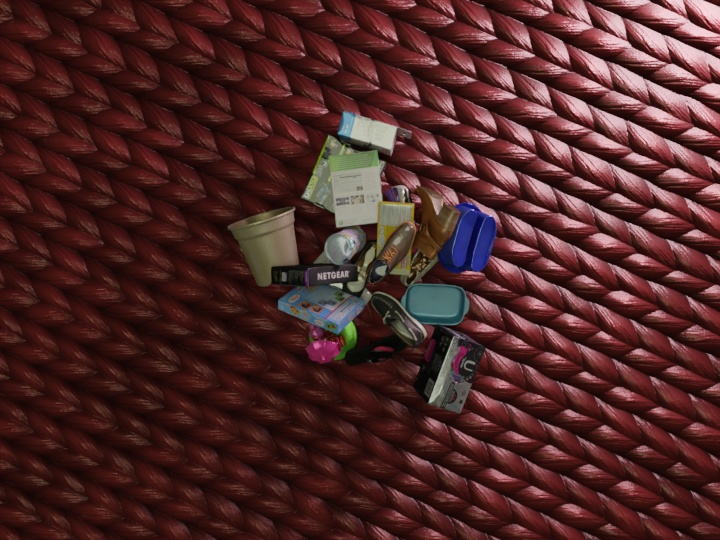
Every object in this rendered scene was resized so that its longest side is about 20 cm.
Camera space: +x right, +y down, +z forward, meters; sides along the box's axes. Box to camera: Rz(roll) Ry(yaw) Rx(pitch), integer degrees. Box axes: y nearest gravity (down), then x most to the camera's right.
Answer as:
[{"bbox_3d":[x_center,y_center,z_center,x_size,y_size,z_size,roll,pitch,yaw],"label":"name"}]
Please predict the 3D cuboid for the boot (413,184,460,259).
[{"bbox_3d":[0.185,-0.140,1.563,0.073,0.201,0.157,10,118,-33],"label":"boot"}]

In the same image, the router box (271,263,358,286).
[{"bbox_3d":[-0.123,0.010,1.508,0.147,0.198,0.052,2,95,41],"label":"router box"}]

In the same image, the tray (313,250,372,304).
[{"bbox_3d":[-0.067,0.045,1.641,0.200,0.022,0.107,45,96,0],"label":"tray"}]

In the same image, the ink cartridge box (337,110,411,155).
[{"bbox_3d":[0.041,-0.379,1.563,0.196,0.116,0.069,17,95,3],"label":"ink cartridge box"}]

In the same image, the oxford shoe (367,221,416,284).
[{"bbox_3d":[0.087,-0.042,1.513,0.071,0.073,0.202,32,107,1],"label":"oxford shoe"}]

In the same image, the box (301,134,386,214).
[{"bbox_3d":[-0.048,-0.261,1.611,0.190,0.048,0.203,24,95,4],"label":"box"}]

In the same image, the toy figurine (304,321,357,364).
[{"bbox_3d":[-0.104,0.180,1.563,0.148,0.184,0.203,-23,93,10],"label":"toy figurine"}]

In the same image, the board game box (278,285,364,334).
[{"bbox_3d":[-0.108,0.095,1.554,0.197,0.151,0.037,21,123,23],"label":"board game box"}]

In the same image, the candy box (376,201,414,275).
[{"bbox_3d":[0.096,-0.089,1.552,0.100,0.026,0.205,5,106,9],"label":"candy box"}]

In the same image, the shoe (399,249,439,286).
[{"bbox_3d":[0.189,-0.033,1.606,0.070,0.053,0.201,38,95,0],"label":"shoe"}]

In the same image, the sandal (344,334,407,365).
[{"bbox_3d":[0.052,0.241,1.603,0.196,0.045,0.076,-15,126,-16],"label":"sandal"}]

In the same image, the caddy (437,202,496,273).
[{"bbox_3d":[0.297,-0.090,1.572,0.139,0.105,0.204,14,94,-22],"label":"caddy"}]

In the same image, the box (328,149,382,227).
[{"bbox_3d":[-0.010,-0.230,1.572,0.141,0.036,0.205,-6,96,3],"label":"box"}]

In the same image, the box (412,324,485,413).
[{"bbox_3d":[0.251,0.277,1.570,0.113,0.132,0.204,18,94,-17],"label":"box"}]

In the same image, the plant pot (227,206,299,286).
[{"bbox_3d":[-0.256,-0.063,1.576,0.196,0.201,0.187,-14,104,4],"label":"plant pot"}]

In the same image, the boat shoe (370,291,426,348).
[{"bbox_3d":[0.100,0.143,1.598,0.200,0.060,0.074,43,137,8],"label":"boat shoe"}]

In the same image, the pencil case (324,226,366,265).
[{"bbox_3d":[-0.039,-0.075,1.544,0.090,0.200,0.084,-37,92,14],"label":"pencil case"}]

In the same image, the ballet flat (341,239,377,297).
[{"bbox_3d":[0.000,0.000,1.597,0.067,0.068,0.203,25,86,-1],"label":"ballet flat"}]

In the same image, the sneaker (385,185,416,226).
[{"bbox_3d":[0.112,-0.141,1.606,0.082,0.080,0.205,-4,94,28],"label":"sneaker"}]

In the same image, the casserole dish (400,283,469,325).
[{"bbox_3d":[0.216,0.093,1.609,0.195,0.039,0.124,3,108,4],"label":"casserole dish"}]
